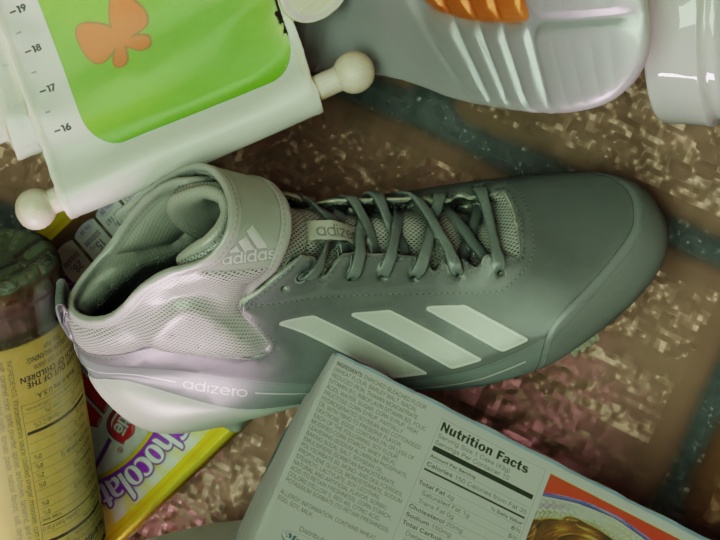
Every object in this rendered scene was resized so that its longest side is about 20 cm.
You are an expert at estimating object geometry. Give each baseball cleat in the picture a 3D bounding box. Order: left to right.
[{"bbox_3d":[0.000,0.000,0.944,0.199,0.107,0.070,-19,55,4],"label":"baseball cleat"}]

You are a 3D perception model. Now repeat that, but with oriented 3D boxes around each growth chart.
[{"bbox_3d":[-0.095,-0.115,0.926,0.144,0.018,0.201,-31,98,7],"label":"growth chart"}]

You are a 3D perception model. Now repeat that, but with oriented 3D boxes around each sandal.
[{"bbox_3d":[0.027,-0.101,0.943,0.206,0.059,0.080,11,112,48],"label":"sandal"}]

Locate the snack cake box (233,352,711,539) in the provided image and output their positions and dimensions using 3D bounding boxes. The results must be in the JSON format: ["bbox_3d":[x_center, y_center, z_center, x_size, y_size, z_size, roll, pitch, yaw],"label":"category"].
[{"bbox_3d":[0.051,0.127,0.923,0.199,0.115,0.067,27,143,-3],"label":"snack cake box"}]

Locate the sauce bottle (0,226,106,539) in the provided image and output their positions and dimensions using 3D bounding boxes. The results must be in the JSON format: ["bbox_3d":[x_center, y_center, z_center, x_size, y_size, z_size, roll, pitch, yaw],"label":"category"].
[{"bbox_3d":[-0.121,0.085,1.002,0.064,0.065,0.201,5,117,17],"label":"sauce bottle"}]

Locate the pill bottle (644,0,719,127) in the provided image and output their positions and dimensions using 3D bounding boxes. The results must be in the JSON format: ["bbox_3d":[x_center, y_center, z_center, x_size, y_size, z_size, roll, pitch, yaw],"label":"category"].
[{"bbox_3d":[0.191,-0.078,0.885,0.199,0.104,0.105,4,101,17],"label":"pill bottle"}]

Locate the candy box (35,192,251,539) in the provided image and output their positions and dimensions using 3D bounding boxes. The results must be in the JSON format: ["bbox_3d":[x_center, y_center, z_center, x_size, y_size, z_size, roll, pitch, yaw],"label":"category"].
[{"bbox_3d":[-0.108,0.051,1.045,0.102,0.026,0.200,46,110,1],"label":"candy box"}]

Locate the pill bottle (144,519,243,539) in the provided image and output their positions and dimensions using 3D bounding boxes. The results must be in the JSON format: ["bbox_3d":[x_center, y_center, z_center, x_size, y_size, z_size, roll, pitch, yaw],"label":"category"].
[{"bbox_3d":[-0.035,0.193,1.002,0.112,0.112,0.201,-5,98,18],"label":"pill bottle"}]
